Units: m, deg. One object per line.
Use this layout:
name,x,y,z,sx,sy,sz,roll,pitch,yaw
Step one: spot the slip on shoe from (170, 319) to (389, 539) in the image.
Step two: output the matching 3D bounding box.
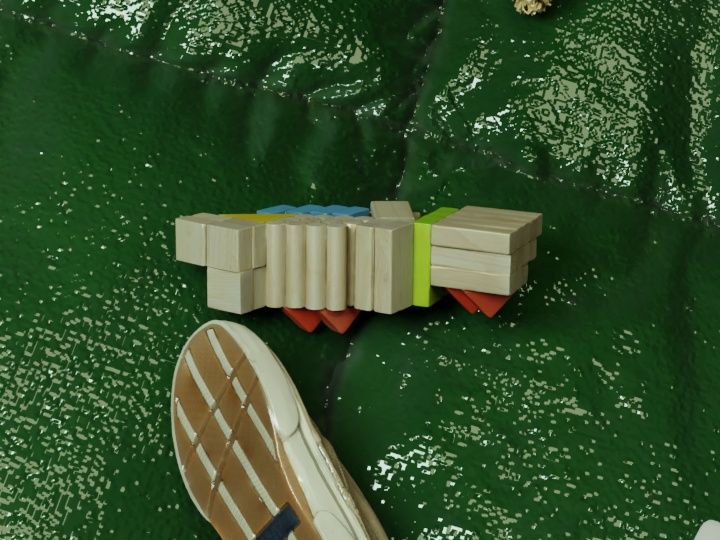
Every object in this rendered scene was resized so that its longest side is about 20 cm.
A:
slip on shoe,-0.031,0.114,0.810,0.060,0.076,0.200,11,40,-52

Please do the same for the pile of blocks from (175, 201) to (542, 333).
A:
pile of blocks,0.000,0.000,0.886,0.198,0.082,0.063,1,104,0

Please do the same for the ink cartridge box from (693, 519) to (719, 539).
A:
ink cartridge box,0.163,0.234,0.772,0.117,0.067,0.200,31,61,8

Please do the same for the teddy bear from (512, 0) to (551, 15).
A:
teddy bear,0.090,-0.234,1.018,0.199,0.067,0.146,14,62,-2
